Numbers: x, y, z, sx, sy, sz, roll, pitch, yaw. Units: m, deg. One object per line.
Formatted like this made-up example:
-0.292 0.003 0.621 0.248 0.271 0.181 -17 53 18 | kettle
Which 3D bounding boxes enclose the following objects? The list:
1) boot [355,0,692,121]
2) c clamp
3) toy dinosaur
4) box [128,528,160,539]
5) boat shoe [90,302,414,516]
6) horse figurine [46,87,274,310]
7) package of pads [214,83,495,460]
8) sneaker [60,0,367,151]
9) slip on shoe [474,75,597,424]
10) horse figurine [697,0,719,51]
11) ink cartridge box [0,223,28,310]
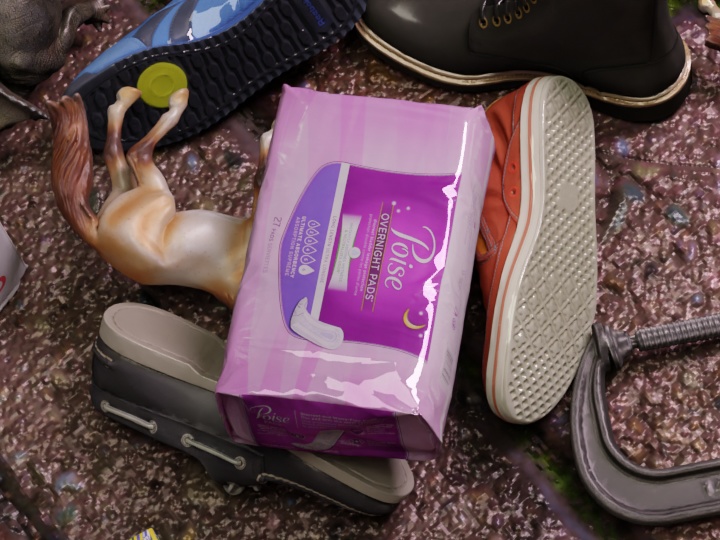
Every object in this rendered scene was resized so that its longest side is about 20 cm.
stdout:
0.089 -0.160 1.642 0.199 0.139 0.078 9 67 13 | boot
0.204 0.052 1.594 0.199 0.027 0.172 -16 70 -2 | c clamp
-0.199 -0.162 1.682 0.076 0.201 0.102 6 25 15 | toy dinosaur
-0.093 0.243 1.524 0.070 0.064 0.201 -27 65 -5 | box
-0.063 0.089 1.605 0.199 0.073 0.063 29 115 13 | boat shoe
-0.091 -0.032 1.635 0.199 0.050 0.133 16 71 -6 | horse figurine
0.000 0.000 1.557 0.120 0.076 0.201 6 62 10 | package of pads
-0.089 -0.139 1.707 0.199 0.066 0.079 -30 35 2 | sneaker
0.090 -0.010 1.620 0.061 0.074 0.201 -12 66 41 | slip on shoe
0.279 -0.180 1.675 0.132 0.050 0.200 29 70 25 | horse figurine
-0.279 -0.007 1.589 0.083 0.200 0.145 31 73 22 | ink cartridge box
